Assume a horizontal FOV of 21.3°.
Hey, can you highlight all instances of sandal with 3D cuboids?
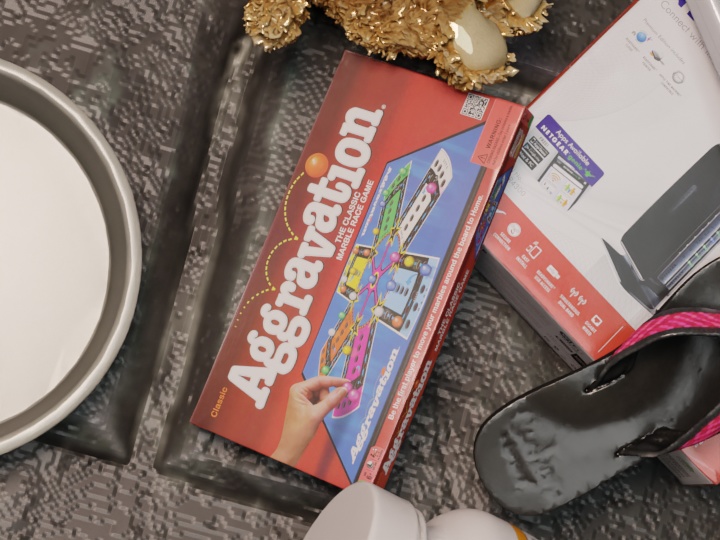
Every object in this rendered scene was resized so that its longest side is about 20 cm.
[{"bbox_3d":[0.147,0.055,0.911,0.200,0.045,0.075,-32,91,-3],"label":"sandal"}]

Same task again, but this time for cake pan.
[{"bbox_3d":[-0.205,-0.006,0.916,0.200,0.037,0.201,1,83,-9],"label":"cake pan"}]

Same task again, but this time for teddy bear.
[{"bbox_3d":[-0.003,-0.151,0.940,0.200,0.067,0.145,14,55,-3],"label":"teddy bear"}]

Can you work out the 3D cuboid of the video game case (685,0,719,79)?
[{"bbox_3d":[0.253,-0.131,0.981,0.182,0.022,0.200,-16,79,-27],"label":"video game case"}]

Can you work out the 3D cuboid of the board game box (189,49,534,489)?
[{"bbox_3d":[0.000,0.000,0.926,0.103,0.019,0.200,20,85,25],"label":"board game box"}]

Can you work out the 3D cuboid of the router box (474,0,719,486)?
[{"bbox_3d":[0.163,-0.024,0.973,0.200,0.049,0.179,45,79,-1],"label":"router box"}]

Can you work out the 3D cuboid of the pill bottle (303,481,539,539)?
[{"bbox_3d":[0.066,0.179,0.883,0.200,0.111,0.111,31,79,-17],"label":"pill bottle"}]
